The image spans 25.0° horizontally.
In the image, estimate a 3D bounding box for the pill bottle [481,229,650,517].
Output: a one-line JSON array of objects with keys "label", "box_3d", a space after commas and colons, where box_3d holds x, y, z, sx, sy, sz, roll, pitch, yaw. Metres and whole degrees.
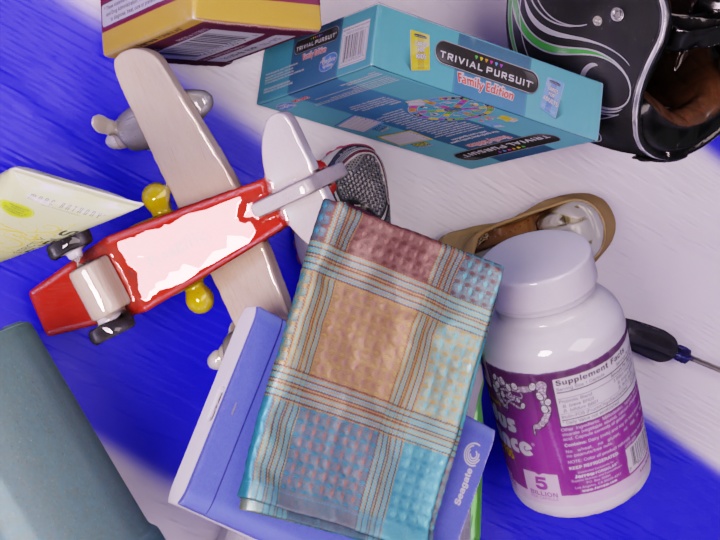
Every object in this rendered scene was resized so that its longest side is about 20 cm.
[{"label": "pill bottle", "box_3d": [0.148, 0.075, 1.217, 0.112, 0.112, 0.200, -32, 120, -31]}]

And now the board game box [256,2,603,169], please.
[{"label": "board game box", "box_3d": [0.050, -0.128, 1.177, 0.200, 0.151, 0.047, 14, 78, -32]}]

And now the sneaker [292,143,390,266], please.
[{"label": "sneaker", "box_3d": [0.000, 0.000, 1.168, 0.081, 0.075, 0.200, 17, 63, -30]}]

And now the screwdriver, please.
[{"label": "screwdriver", "box_3d": [0.291, 0.080, 1.396, 0.200, 0.029, 0.028, 23, 73, -34]}]

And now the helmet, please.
[{"label": "helmet", "box_3d": [0.206, -0.198, 1.265, 0.200, 0.191, 0.200, -24, 137, -25]}]

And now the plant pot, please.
[{"label": "plant pot", "box_3d": [-0.221, 0.147, 0.959, 0.200, 0.200, 0.196, -25, 92, -33]}]

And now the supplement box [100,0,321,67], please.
[{"label": "supplement box", "box_3d": [-0.107, -0.249, 1.099, 0.103, 0.131, 0.200, -1, 87, -35]}]

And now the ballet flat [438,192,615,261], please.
[{"label": "ballet flat", "box_3d": [0.143, -0.018, 1.281, 0.200, 0.063, 0.069, -19, 95, -34]}]

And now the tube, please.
[{"label": "tube", "box_3d": [-0.206, -0.034, 0.969, 0.058, 0.200, 0.052, -33, 101, -32]}]

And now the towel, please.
[{"label": "towel", "box_3d": [0.010, 0.071, 1.026, 0.147, 0.022, 0.200, 20, 82, -30]}]

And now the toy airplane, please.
[{"label": "toy airplane", "box_3d": [-0.098, -0.027, 1.077, 0.199, 0.141, 0.200, 19, 93, -1]}]

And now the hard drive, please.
[{"label": "hard drive", "box_3d": [-0.013, 0.125, 1.047, 0.200, 0.025, 0.132, 29, 73, -28]}]

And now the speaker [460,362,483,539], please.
[{"label": "speaker", "box_3d": [0.046, 0.152, 1.188, 0.088, 0.088, 0.200, 6, 82, -33]}]

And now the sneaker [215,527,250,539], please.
[{"label": "sneaker", "box_3d": [-0.043, 0.191, 1.108, 0.074, 0.116, 0.200, 19, 77, -33]}]
